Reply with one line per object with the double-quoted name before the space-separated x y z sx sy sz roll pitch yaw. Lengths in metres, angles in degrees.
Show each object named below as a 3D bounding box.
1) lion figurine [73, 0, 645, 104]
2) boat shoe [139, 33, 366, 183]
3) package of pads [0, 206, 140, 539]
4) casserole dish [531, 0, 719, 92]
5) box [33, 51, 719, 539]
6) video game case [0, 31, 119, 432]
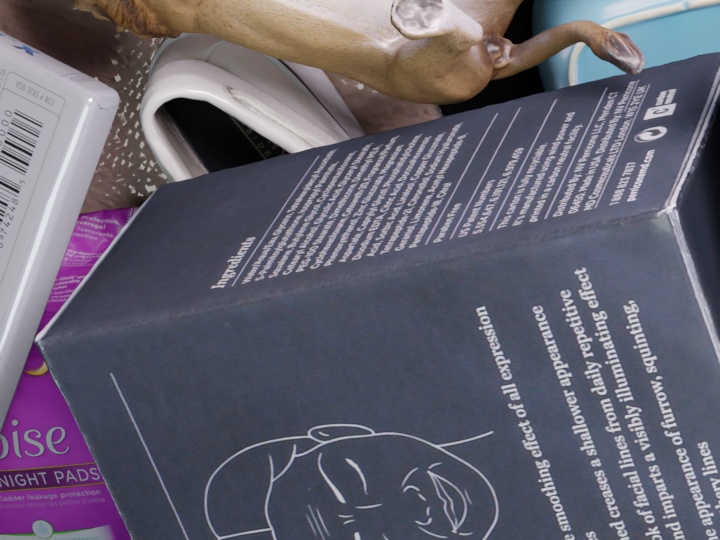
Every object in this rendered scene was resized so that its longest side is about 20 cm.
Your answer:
"lion figurine" -0.014 -0.087 0.763 0.200 0.073 0.123 28 162 3
"boat shoe" 0.000 0.000 0.838 0.072 0.066 0.200 -28 110 26
"package of pads" -0.101 0.080 0.906 0.120 0.076 0.200 -6 119 17
"casserole dish" 0.126 -0.029 0.808 0.121 0.039 0.200 -11 117 19
"box" 0.032 0.041 0.746 0.200 0.107 0.149 -12 114 23
"video game case" -0.189 -0.006 0.842 0.182 0.022 0.200 27 107 19
